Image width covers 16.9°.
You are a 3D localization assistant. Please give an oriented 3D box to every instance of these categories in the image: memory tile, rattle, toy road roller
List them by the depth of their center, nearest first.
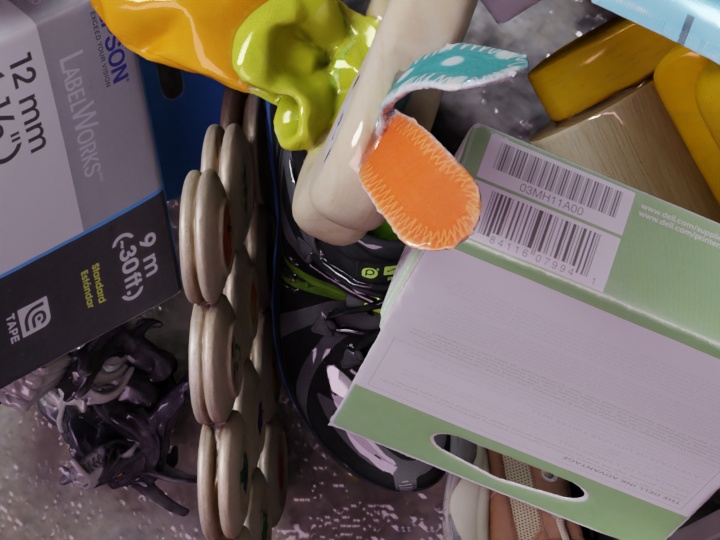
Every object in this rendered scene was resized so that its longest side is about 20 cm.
[{"bbox_3d":[-0.025,-0.077,0.788,0.143,0.200,0.130,40,110,-10],"label":"rattle"},{"bbox_3d":[0.148,-0.045,0.861,0.199,0.146,0.123,-26,98,29],"label":"toy road roller"},{"bbox_3d":[-0.048,0.037,0.976,0.017,0.153,0.202,-1,112,6],"label":"memory tile"}]

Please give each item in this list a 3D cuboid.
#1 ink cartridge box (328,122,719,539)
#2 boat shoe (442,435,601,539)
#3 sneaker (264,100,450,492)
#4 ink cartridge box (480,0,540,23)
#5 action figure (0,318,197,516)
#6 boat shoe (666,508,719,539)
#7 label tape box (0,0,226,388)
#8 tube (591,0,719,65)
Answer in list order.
[{"bbox_3d":[0.077,0.032,0.872,0.145,0.048,0.200,22,157,-3],"label":"ink cartridge box"},{"bbox_3d":[0.071,0.043,0.966,0.071,0.076,0.201,6,131,11],"label":"boat shoe"},{"bbox_3d":[0.000,0.000,0.973,0.070,0.083,0.201,-11,108,-9],"label":"sneaker"},{"bbox_3d":[0.047,-0.207,0.851,0.136,0.077,0.200,-29,117,28],"label":"ink cartridge box"},{"bbox_3d":[-0.146,0.038,1.046,0.200,0.102,0.119,51,135,-1],"label":"action figure"},{"bbox_3d":[0.125,0.145,0.966,0.199,0.072,0.069,-25,110,-4],"label":"boat shoe"},{"bbox_3d":[-0.122,-0.046,0.932,0.066,0.199,0.144,36,144,44],"label":"label tape box"},{"bbox_3d":[0.164,-0.150,0.802,0.077,0.200,0.050,29,164,39],"label":"tube"}]
